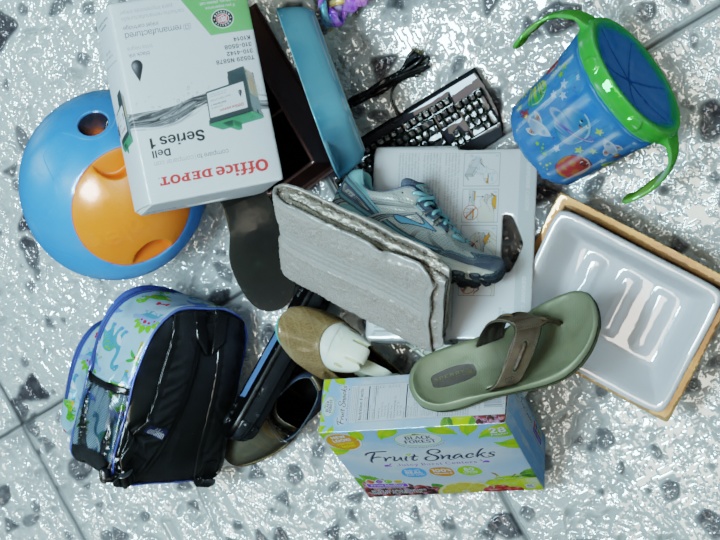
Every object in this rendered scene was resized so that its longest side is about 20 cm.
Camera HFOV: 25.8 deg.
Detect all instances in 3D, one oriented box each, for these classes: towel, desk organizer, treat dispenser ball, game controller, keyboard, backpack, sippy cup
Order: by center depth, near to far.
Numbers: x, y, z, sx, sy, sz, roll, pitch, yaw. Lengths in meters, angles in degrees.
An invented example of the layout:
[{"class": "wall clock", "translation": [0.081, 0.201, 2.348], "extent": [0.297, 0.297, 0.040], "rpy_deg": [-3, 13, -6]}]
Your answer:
[{"class": "sippy cup", "translation": [0.221, -0.156, 1.542], "extent": [0.130, 0.139, 0.179], "rpy_deg": [-35, 56, 31]}, {"class": "towel", "translation": [0.000, 0.000, 1.545], "extent": [0.199, 0.035, 0.133], "rpy_deg": [26, 146, 20]}, {"class": "keyboard", "translation": [0.044, -0.152, 1.657], "extent": [0.199, 0.021, 0.128], "rpy_deg": [-30, 89, 21]}, {"class": "desk organizer", "translation": [-0.104, -0.181, 1.663], "extent": [0.071, 0.077, 0.201], "rpy_deg": [-33, 82, 21]}, {"class": "game controller", "translation": [-0.092, 0.090, 1.677], "extent": [0.042, 0.104, 0.201], "rpy_deg": [32, 83, -15]}, {"class": "treat dispenser ball", "translation": [-0.264, -0.091, 1.680], "extent": [0.199, 0.201, 0.203], "rpy_deg": [4, 101, 19]}, {"class": "backpack", "translation": [-0.227, 0.119, 1.718], "extent": [0.146, 0.182, 0.202], "rpy_deg": [21, 97, 36]}]

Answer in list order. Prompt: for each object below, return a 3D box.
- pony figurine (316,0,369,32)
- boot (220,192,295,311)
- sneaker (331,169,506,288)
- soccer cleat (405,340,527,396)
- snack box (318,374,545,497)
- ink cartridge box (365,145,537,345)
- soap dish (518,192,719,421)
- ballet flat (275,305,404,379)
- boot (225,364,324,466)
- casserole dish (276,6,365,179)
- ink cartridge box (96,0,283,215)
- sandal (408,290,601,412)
[{"class": "pony figurine", "translation": [0.010, -0.338, 1.582], "extent": [0.192, 0.165, 0.202], "rpy_deg": [14, 111, 50]}, {"class": "boot", "translation": [-0.116, -0.055, 1.713], "extent": [0.073, 0.076, 0.202], "rpy_deg": [-16, 110, 1]}, {"class": "sneaker", "translation": [0.057, -0.046, 1.560], "extent": [0.198, 0.078, 0.087], "rpy_deg": [21, 84, 18]}, {"class": "soccer cleat", "translation": [0.090, 0.081, 1.654], "extent": [0.198, 0.069, 0.078], "rpy_deg": [16, 87, 13]}, {"class": "snack box", "translation": [0.077, 0.170, 1.624], "extent": [0.198, 0.169, 0.068], "rpy_deg": [-6, 58, 18]}, {"class": "ink cartridge box", "translation": [0.096, -0.025, 1.606], "extent": [0.171, 0.044, 0.203], "rpy_deg": [1, 82, 16]}, {"class": "soap dish", "translation": [0.257, 0.033, 1.582], "extent": [0.199, 0.081, 0.159], "rpy_deg": [28, 107, 13]}, {"class": "ballet flat", "translation": [-0.003, 0.099, 1.638], "extent": [0.072, 0.200, 0.068], "rpy_deg": [9, 64, 48]}, {"class": "boot", "translation": [-0.095, 0.156, 1.720], "extent": [0.200, 0.097, 0.075], "rpy_deg": [-42, 85, 21]}, {"class": "casserole dish", "translation": [-0.038, -0.187, 1.607], "extent": [0.038, 0.122, 0.201], "rpy_deg": [-21, 55, 1]}, {"class": "ink cartridge box", "translation": [-0.169, -0.168, 1.568], "extent": [0.145, 0.084, 0.202], "rpy_deg": [-12, 90, -18]}, {"class": "sandal", "translation": [0.139, 0.080, 1.512], "extent": [0.199, 0.057, 0.080], "rpy_deg": [-24, 59, 5]}]
